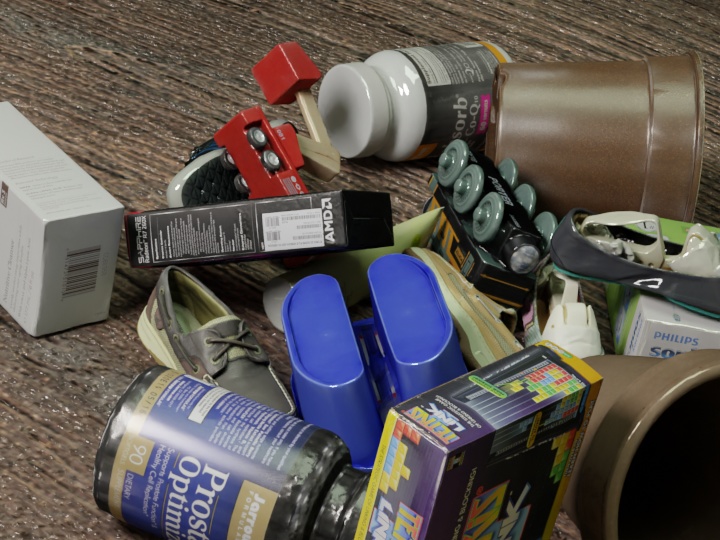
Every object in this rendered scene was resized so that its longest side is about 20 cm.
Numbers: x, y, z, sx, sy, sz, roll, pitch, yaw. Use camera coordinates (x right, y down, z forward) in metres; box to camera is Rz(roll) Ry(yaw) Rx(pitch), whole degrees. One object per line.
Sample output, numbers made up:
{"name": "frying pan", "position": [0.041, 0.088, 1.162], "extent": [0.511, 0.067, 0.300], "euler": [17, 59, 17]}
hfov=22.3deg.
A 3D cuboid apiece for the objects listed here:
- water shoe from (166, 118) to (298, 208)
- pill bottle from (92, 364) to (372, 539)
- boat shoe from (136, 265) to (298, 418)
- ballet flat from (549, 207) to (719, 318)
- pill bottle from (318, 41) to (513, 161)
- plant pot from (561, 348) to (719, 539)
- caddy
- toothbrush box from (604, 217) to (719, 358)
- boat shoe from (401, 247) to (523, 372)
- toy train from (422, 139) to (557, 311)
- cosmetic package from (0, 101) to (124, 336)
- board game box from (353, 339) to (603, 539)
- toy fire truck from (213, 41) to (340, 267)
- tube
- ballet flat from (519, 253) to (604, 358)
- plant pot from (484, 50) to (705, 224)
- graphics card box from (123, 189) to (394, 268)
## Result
{"name": "water shoe", "position": [-0.132, -0.087, 1.723], "extent": [0.078, 0.072, 0.200], "euler": [-2, 18, 34]}
{"name": "pill bottle", "position": [-0.074, 0.149, 1.256], "extent": [0.198, 0.113, 0.112], "euler": [20, 29, 14]}
{"name": "boat shoe", "position": [-0.114, 0.065, 1.437], "extent": [0.071, 0.067, 0.201], "euler": [-10, 35, -33]}
{"name": "ballet flat", "position": [0.259, -0.011, 1.555], "extent": [0.198, 0.074, 0.073], "euler": [15, 28, 11]}
{"name": "pill bottle", "position": [0.062, -0.173, 1.888], "extent": [0.198, 0.117, 0.116], "euler": [-11, 36, -36]}
{"name": "plant pot", "position": [0.213, 0.141, 1.346], "extent": [0.198, 0.203, 0.174], "euler": [-4, 14, -29]}
{"name": "caddy", "position": [0.013, 0.078, 1.434], "extent": [0.140, 0.106, 0.201], "euler": [-15, 32, -1]}
{"name": "toothbrush box", "position": [0.305, 0.039, 1.639], "extent": [0.144, 0.087, 0.201], "euler": [10, 28, -4]}
{"name": "boat shoe", "position": [0.097, 0.050, 1.546], "extent": [0.075, 0.072, 0.201], "euler": [-13, 47, -19]}
{"name": "toy train", "position": [0.107, -0.036, 1.661], "extent": [0.084, 0.115, 0.200], "euler": [18, 23, -25]}
{"name": "cosmetic package", "position": [-0.286, -0.047, 1.522], "extent": [0.081, 0.114, 0.199], "euler": [-13, 36, -39]}
{"name": "board game box", "position": [0.069, 0.161, 1.203], "extent": [0.056, 0.202, 0.165], "euler": [33, 35, 30]}
{"name": "toy fire truck", "position": [-0.062, -0.108, 1.694], "extent": [0.141, 0.049, 0.201], "euler": [-22, 80, -51]}
{"name": "tube", "position": [0.000, 0.000, 1.603], "extent": [0.058, 0.052, 0.199], "euler": [-10, 10, 45]}
{"name": "ballet flat", "position": [0.177, 0.046, 1.589], "extent": [0.068, 0.072, 0.201], "euler": [8, 29, -10]}
{"name": "plant pot", "position": [0.225, -0.125, 1.804], "extent": [0.196, 0.202, 0.201], "euler": [5, 29, 0]}
{"name": "graphics card box", "position": [-0.083, -0.034, 1.528], "extent": [0.198, 0.052, 0.125], "euler": [-7, -2, 19]}
